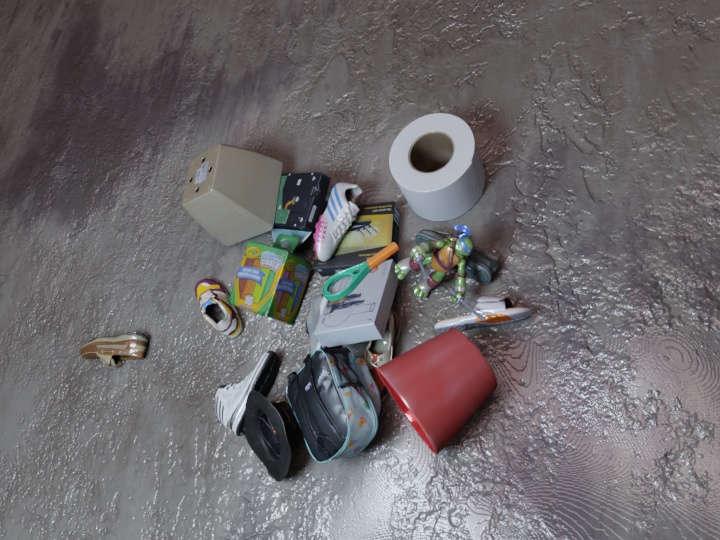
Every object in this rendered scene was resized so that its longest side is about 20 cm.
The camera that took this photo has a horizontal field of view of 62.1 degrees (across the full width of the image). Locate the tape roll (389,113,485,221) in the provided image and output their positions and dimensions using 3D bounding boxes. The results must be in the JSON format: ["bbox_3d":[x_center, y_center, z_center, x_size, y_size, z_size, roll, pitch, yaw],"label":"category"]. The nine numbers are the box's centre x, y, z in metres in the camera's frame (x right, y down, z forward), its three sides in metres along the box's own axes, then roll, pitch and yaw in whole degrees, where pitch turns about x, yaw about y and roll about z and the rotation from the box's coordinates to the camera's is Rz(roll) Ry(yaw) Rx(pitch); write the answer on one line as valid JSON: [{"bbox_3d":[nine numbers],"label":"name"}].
[{"bbox_3d":[0.178,-0.235,1.374,0.199,0.139,0.207,-9,65,18],"label":"tape roll"}]

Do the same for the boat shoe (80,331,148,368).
[{"bbox_3d":[-0.649,0.215,1.568,0.196,0.076,0.075,-13,66,18],"label":"boat shoe"}]

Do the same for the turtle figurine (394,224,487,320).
[{"bbox_3d":[0.149,0.012,1.234,0.193,0.141,0.204,-31,52,57],"label":"turtle figurine"}]

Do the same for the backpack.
[{"bbox_3d":[-0.048,0.280,1.221,0.176,0.151,0.203,-47,49,33],"label":"backpack"}]

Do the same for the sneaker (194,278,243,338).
[{"bbox_3d":[-0.368,0.080,1.497,0.075,0.090,0.200,-46,59,-2],"label":"sneaker"}]

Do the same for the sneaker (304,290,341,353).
[{"bbox_3d":[-0.090,0.147,1.367,0.078,0.074,0.204,-11,57,28],"label":"sneaker"}]

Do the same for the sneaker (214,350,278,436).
[{"bbox_3d":[-0.275,0.264,1.384,0.114,0.076,0.203,21,79,27],"label":"sneaker"}]

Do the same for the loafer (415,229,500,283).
[{"bbox_3d":[0.215,-0.041,1.325,0.198,0.072,0.063,32,62,24],"label":"loafer"}]

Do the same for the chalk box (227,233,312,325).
[{"bbox_3d":[-0.206,0.009,1.423,0.123,0.124,0.204,13,82,27],"label":"chalk box"}]

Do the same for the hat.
[{"bbox_3d":[-0.176,0.340,1.286,0.080,0.203,0.200,-19,48,-37],"label":"hat"}]

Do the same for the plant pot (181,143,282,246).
[{"bbox_3d":[-0.338,-0.205,1.527,0.198,0.176,0.204,-15,60,40],"label":"plant pot"}]

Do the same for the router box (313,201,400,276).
[{"bbox_3d":[-0.008,-0.074,1.433,0.196,0.052,0.160,-5,65,21],"label":"router box"}]

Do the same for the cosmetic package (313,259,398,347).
[{"bbox_3d":[-0.004,0.071,1.310,0.148,0.052,0.202,-11,37,26],"label":"cosmetic package"}]

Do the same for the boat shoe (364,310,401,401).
[{"bbox_3d":[0.042,0.182,1.293,0.070,0.063,0.204,7,72,23],"label":"boat shoe"}]

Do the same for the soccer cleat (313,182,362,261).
[{"bbox_3d":[-0.050,-0.118,1.396,0.085,0.070,0.204,2,67,30],"label":"soccer cleat"}]

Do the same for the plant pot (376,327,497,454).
[{"bbox_3d":[0.156,0.222,1.163,0.176,0.201,0.201,-34,58,-8],"label":"plant pot"}]

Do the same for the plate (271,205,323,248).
[{"bbox_3d":[-0.154,-0.143,1.515,0.198,0.025,0.204,-22,57,38],"label":"plate"}]

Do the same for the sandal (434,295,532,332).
[{"bbox_3d":[0.248,0.082,1.238,0.203,0.079,0.060,-11,70,20],"label":"sandal"}]

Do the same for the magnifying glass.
[{"bbox_3d":[0.000,0.000,1.336,0.198,0.023,0.080,-33,31,-5],"label":"magnifying glass"}]

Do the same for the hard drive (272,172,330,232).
[{"bbox_3d":[-0.161,-0.170,1.483,0.198,0.037,0.142,9,78,50],"label":"hard drive"}]
